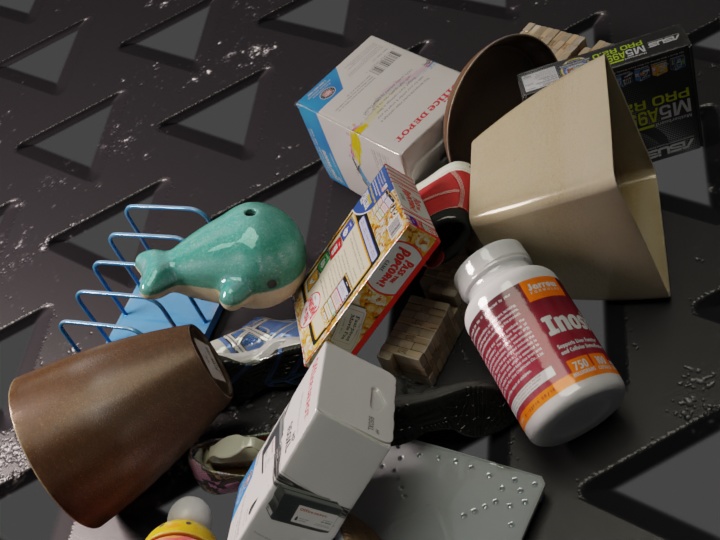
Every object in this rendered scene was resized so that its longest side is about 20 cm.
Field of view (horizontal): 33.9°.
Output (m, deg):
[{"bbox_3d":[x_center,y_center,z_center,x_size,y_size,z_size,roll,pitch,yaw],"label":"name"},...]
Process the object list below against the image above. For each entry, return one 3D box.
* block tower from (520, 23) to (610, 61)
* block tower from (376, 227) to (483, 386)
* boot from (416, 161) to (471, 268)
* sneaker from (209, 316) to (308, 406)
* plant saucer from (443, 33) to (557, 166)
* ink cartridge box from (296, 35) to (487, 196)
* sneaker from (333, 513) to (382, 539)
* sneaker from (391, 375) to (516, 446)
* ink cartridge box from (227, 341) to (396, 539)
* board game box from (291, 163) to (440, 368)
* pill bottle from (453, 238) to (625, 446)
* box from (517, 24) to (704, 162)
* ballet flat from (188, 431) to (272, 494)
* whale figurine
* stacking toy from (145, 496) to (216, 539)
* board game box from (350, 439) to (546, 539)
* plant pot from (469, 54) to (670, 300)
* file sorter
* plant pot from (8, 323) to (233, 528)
[{"bbox_3d":[0.291,-0.265,1.535,0.199,0.058,0.054,24,61,39],"label":"block tower"},{"bbox_3d":[0.092,0.041,1.355,0.057,0.054,0.201,12,56,32],"label":"block tower"},{"bbox_3d":[0.052,-0.030,1.365,0.199,0.072,0.145,-36,21,31],"label":"boot"},{"bbox_3d":[-0.134,0.103,1.389,0.198,0.076,0.077,-9,39,1],"label":"sneaker"},{"bbox_3d":[0.168,-0.187,1.427,0.200,0.201,0.034,-44,42,-18],"label":"plant saucer"},{"bbox_3d":[0.051,-0.174,1.500,0.147,0.145,0.199,-43,48,-17],"label":"ink cartridge box"},{"bbox_3d":[-0.014,0.317,1.106,0.109,0.070,0.200,-51,26,10],"label":"sneaker"},{"bbox_3d":[0.060,0.142,1.265,0.198,0.061,0.104,-7,15,-13],"label":"sneaker"},{"bbox_3d":[-0.049,0.192,1.154,0.201,0.084,0.145,-59,10,20],"label":"ink cartridge box"},{"bbox_3d":[0.000,0.000,1.313,0.201,0.046,0.152,-53,24,20],"label":"board game box"},{"bbox_3d":[0.178,0.070,1.221,0.112,0.113,0.201,-27,61,-3],"label":"pill bottle"},{"bbox_3d":[0.298,-0.188,1.400,0.198,0.161,0.045,-16,44,8],"label":"box"},{"bbox_3d":[-0.096,0.200,1.279,0.198,0.071,0.070,-10,53,14],"label":"ballet flat"},{"bbox_3d":[-0.161,-0.020,1.367,0.198,0.105,0.160,-6,37,-11],"label":"whale figurine"},{"bbox_3d":[-0.189,0.305,1.207,0.145,0.147,0.201,-17,29,8],"label":"stacking toy"},{"bbox_3d":[0.062,0.272,1.181,0.198,0.026,0.201,12,56,30],"label":"board game box"},{"bbox_3d":[0.227,-0.083,1.323,0.175,0.200,0.201,-15,45,23],"label":"plant pot"},{"bbox_3d":[-0.262,0.031,1.465,0.137,0.123,0.201,3,52,26],"label":"file sorter"},{"bbox_3d":[-0.246,0.148,1.291,0.199,0.187,0.188,-31,45,3],"label":"plant pot"}]
